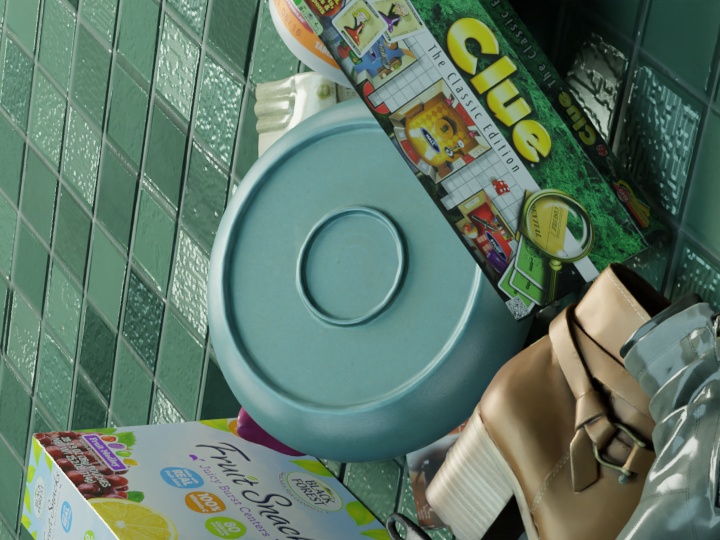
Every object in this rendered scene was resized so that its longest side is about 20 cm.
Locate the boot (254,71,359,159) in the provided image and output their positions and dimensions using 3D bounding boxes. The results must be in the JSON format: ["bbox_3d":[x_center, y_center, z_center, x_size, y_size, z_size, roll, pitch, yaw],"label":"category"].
[{"bbox_3d":[0.004,-0.033,1.470,0.199,0.072,0.156,6,91,49],"label":"boot"}]

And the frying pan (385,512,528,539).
[{"bbox_3d":[0.057,0.187,1.400,0.190,0.031,0.116,-8,66,62],"label":"frying pan"}]

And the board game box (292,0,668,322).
[{"bbox_3d":[0.057,-0.078,1.310,0.105,0.023,0.200,-33,94,44],"label":"board game box"}]

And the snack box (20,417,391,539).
[{"bbox_3d":[-0.083,0.161,1.563,0.200,0.168,0.068,43,128,51],"label":"snack box"}]

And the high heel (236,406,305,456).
[{"bbox_3d":[-0.051,0.073,1.546,0.200,0.095,0.068,-152,60,-68],"label":"high heel"}]

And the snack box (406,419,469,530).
[{"bbox_3d":[0.082,0.094,1.401,0.200,0.024,0.072,-17,82,61],"label":"snack box"}]

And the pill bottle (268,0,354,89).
[{"bbox_3d":[0.031,-0.194,1.351,0.110,0.109,0.201,63,145,33],"label":"pill bottle"}]

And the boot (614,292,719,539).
[{"bbox_3d":[0.144,0.089,1.204,0.199,0.068,0.131,-30,64,25],"label":"boot"}]

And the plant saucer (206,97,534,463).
[{"bbox_3d":[0.000,0.000,1.405,0.199,0.027,0.202,-7,74,26],"label":"plant saucer"}]

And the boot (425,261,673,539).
[{"bbox_3d":[0.139,0.109,1.260,0.200,0.074,0.155,42,109,14],"label":"boot"}]
